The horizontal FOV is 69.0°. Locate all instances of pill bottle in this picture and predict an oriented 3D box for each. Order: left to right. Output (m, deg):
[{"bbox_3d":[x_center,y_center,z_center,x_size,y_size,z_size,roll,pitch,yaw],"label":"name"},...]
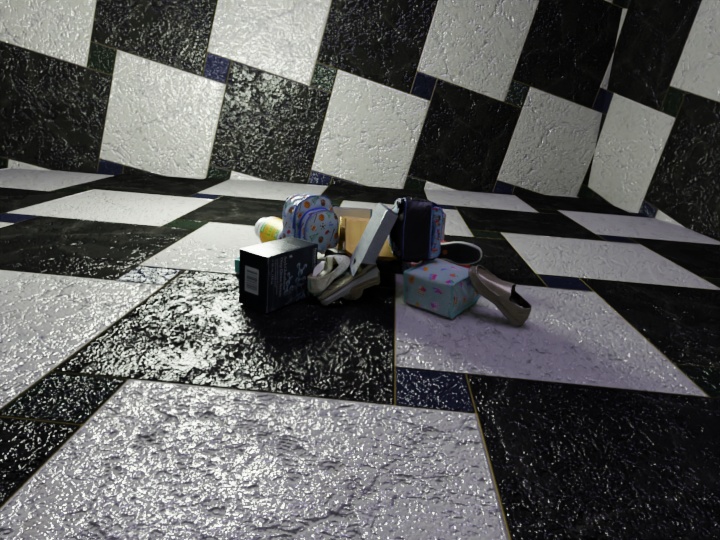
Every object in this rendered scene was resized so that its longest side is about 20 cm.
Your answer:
[{"bbox_3d":[-0.295,-0.128,1.863,0.110,0.112,0.199,-10,22,-38],"label":"pill bottle"}]

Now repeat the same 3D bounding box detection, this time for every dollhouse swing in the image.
[{"bbox_3d":[0.028,-0.067,1.679,0.198,0.182,0.177,4,58,-6],"label":"dollhouse swing"}]

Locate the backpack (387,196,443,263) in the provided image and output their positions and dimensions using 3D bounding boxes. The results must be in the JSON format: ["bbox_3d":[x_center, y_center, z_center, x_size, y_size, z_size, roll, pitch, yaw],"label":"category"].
[{"bbox_3d":[0.147,-0.120,1.507,0.133,0.185,0.200,2,7,-8],"label":"backpack"}]

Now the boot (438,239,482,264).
[{"bbox_3d":[0.295,-0.073,1.698,0.198,0.073,0.144,6,17,12],"label":"boot"}]

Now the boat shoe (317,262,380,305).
[{"bbox_3d":[-0.023,0.047,1.426,0.199,0.069,0.075,-32,15,-25],"label":"boat shoe"}]

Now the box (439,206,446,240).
[{"bbox_3d":[0.235,-0.127,1.839,0.118,0.202,0.041,-1,12,-17],"label":"box"}]

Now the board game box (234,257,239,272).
[{"bbox_3d":[-0.288,-0.031,1.666,0.151,0.045,0.200,8,18,12],"label":"board game box"}]

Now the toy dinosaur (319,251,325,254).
[{"bbox_3d":[-0.193,-0.090,1.786,0.200,0.060,0.107,39,24,-38],"label":"toy dinosaur"}]

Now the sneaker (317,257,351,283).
[{"bbox_3d":[-0.099,0.014,1.532,0.080,0.075,0.199,-16,24,-39],"label":"sneaker"}]

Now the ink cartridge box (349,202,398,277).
[{"bbox_3d":[0.032,-0.082,1.449,0.043,0.201,0.196,24,10,-10],"label":"ink cartridge box"}]

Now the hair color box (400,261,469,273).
[{"bbox_3d":[0.240,-0.010,1.701,0.198,0.065,0.111,-1,19,-14],"label":"hair color box"}]

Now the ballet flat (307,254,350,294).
[{"bbox_3d":[-0.084,-0.007,1.446,0.067,0.063,0.200,4,31,25],"label":"ballet flat"}]

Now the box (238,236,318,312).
[{"bbox_3d":[-0.216,0.006,1.392,0.106,0.150,0.199,15,21,31],"label":"box"}]

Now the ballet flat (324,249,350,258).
[{"bbox_3d":[-0.031,-0.049,1.766,0.198,0.057,0.066,-7,20,-33],"label":"ballet flat"}]

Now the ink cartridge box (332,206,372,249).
[{"bbox_3d":[-0.033,-0.155,1.900,0.144,0.148,0.200,2,7,-1],"label":"ink cartridge box"}]

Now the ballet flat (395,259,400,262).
[{"bbox_3d":[0.141,-0.072,1.897,0.073,0.075,0.200,7,19,7],"label":"ballet flat"}]

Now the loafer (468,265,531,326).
[{"bbox_3d":[0.367,0.053,1.363,0.200,0.068,0.076,44,39,6],"label":"loafer"}]

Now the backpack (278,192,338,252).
[{"bbox_3d":[-0.161,-0.147,1.651,0.153,0.193,0.199,9,21,42],"label":"backpack"}]

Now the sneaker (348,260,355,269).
[{"bbox_3d":[0.000,0.000,1.618,0.090,0.077,0.200,-1,8,4],"label":"sneaker"}]

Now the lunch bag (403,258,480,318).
[{"bbox_3d":[0.238,0.037,1.455,0.169,0.123,0.199,17,27,37],"label":"lunch bag"}]
